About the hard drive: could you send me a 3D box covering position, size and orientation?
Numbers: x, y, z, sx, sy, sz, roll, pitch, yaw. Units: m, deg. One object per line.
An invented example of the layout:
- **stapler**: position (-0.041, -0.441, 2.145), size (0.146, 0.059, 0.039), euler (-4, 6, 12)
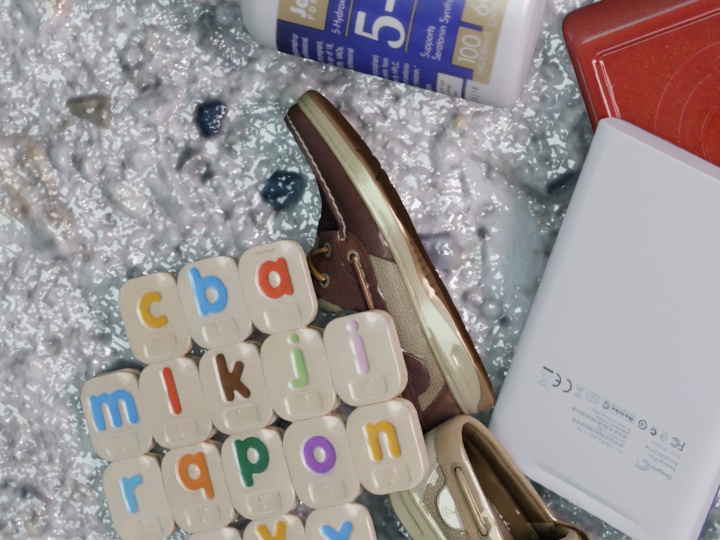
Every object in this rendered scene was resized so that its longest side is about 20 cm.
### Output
- **hard drive**: position (0.152, 0.037, 1.281), size (0.132, 0.025, 0.200), euler (29, 113, 26)

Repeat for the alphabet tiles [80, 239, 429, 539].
- **alphabet tiles**: position (-0.060, 0.088, 1.328), size (0.200, 0.015, 0.196), euler (-14, 92, 27)

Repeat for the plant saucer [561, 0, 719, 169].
- **plant saucer**: position (0.208, -0.069, 1.263), size (0.200, 0.037, 0.200), euler (-18, 89, 33)

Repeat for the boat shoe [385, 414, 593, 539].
- **boat shoe**: position (0.096, 0.168, 1.307), size (0.200, 0.071, 0.065), euler (49, 127, -3)

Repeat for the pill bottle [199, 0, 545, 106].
- **pill bottle**: position (0.000, -0.167, 1.277), size (0.200, 0.120, 0.120), euler (14, 95, 5)

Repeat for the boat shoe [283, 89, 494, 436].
- **boat shoe**: position (0.000, 0.000, 1.322), size (0.072, 0.072, 0.200), euler (-27, 97, 6)
